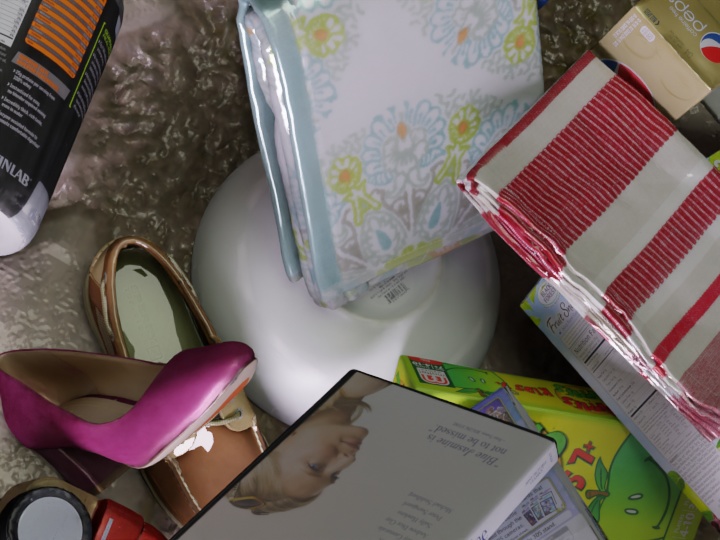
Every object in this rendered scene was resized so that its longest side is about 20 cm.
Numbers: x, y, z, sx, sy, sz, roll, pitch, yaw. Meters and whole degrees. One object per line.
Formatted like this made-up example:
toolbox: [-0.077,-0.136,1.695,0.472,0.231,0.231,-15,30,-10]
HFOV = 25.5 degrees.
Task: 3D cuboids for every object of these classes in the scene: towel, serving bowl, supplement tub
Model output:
towel: [0.164,-0.020,0.886,0.200,0.023,0.144,44,55,1]
serving bowl: [0.000,0.000,0.974,0.200,0.066,0.200,5,73,-17]
towel: [0.025,-0.091,0.889,0.171,0.200,0.048,-26,38,-23]
supplement tub: [-0.212,-0.120,0.911,0.122,0.123,0.200,22,67,-10]

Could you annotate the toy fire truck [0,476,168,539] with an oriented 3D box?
toy fire truck: [-0.128,0.223,0.840,0.200,0.129,0.176,30,66,-20]

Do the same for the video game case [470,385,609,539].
video game case: [0.038,0.182,0.837,0.200,0.181,0.045,-35,130,5]

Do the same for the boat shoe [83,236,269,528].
boat shoe: [-0.104,0.070,0.909,0.076,0.074,0.200,-27,82,-16]

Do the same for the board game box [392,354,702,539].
board game box: [0.109,0.120,0.952,0.200,0.048,0.102,10,110,-15]

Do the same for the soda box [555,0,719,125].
soda box: [0.168,-0.114,0.990,0.064,0.200,0.068,-42,89,-24]

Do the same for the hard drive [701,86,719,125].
hard drive: [0.292,-0.051,1.018,0.132,0.027,0.200,29,24,-39]

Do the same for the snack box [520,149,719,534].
snack box: [0.222,0.043,0.939,0.169,0.068,0.200,-31,71,-35]

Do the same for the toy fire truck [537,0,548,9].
toy fire truck: [0.072,-0.187,0.999,0.112,0.168,0.200,7,71,-16]

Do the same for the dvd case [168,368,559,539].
dvd case: [-0.011,0.130,0.815,0.200,0.143,0.018,-42,133,-35]

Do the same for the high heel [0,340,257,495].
high heel: [-0.133,0.057,0.841,0.096,0.200,0.067,53,44,-3]
